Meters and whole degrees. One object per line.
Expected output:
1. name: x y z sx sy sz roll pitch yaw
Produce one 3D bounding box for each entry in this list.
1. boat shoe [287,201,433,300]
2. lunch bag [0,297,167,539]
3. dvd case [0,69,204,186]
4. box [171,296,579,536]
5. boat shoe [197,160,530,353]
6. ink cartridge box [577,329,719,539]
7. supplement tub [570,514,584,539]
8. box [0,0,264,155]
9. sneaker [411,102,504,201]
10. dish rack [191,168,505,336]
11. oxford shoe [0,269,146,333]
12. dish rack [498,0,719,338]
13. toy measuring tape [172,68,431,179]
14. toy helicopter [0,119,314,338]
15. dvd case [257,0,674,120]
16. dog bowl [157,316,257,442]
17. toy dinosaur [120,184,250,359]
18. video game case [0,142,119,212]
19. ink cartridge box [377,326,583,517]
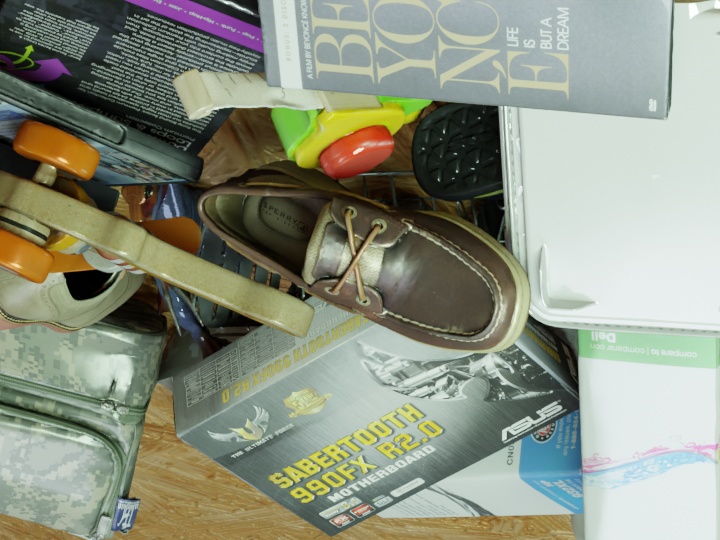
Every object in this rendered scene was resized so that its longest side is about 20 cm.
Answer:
1. boat shoe: -0.011 0.004 1.303 0.067 0.057 0.200 12 141 -26
2. lunch bag: -0.242 0.091 1.420 0.199 0.168 0.139 15 -172 -9
3. dvd case: -0.204 -0.090 1.135 0.200 0.018 0.143 24 168 -32
4. box: 0.012 0.073 1.212 0.200 0.048 0.158 -30 136 21
5. boat shoe: -0.004 -0.007 1.058 0.200 0.072 0.072 28 -160 33
6. ink cartridge box: 0.179 0.070 1.147 0.087 0.145 0.201 2 115 19
7. supplement tub: 0.267 0.168 1.436 0.199 0.145 0.145 21 154 -20
8. box: -0.130 -0.127 1.099 0.143 0.036 0.200 20 153 -16
9. sneaker: 0.121 -0.077 1.087 0.199 0.072 0.083 -4 176 33
10. dish rack: 0.000 0.000 1.202 0.199 0.055 0.154 -1 137 -13
11. oxford shoe: -0.175 0.003 1.292 0.075 0.071 0.200 -11 -176 20
12. dish rack: 0.147 -0.052 0.992 0.171 0.044 0.201 3 115 19
13. toy measuring tape: -0.037 -0.082 1.052 0.073 0.074 0.200 -11 179 40
14. toy helicopter: -0.121 -0.007 1.127 0.199 0.079 0.132 24 172 -5
15. dvd case: 0.046 -0.143 0.928 0.199 0.016 0.149 6 128 14
16. dog bowl: -0.065 0.094 1.528 0.199 0.059 0.200 9 156 4
17. toy dinosaur: -0.125 -0.012 1.296 0.200 0.105 0.182 7 138 41
18. video game case: -0.265 -0.073 1.227 0.200 0.026 0.181 23 172 -23
19. ink cartridge box: 0.084 0.081 1.318 0.199 0.146 0.084 -6 155 34
